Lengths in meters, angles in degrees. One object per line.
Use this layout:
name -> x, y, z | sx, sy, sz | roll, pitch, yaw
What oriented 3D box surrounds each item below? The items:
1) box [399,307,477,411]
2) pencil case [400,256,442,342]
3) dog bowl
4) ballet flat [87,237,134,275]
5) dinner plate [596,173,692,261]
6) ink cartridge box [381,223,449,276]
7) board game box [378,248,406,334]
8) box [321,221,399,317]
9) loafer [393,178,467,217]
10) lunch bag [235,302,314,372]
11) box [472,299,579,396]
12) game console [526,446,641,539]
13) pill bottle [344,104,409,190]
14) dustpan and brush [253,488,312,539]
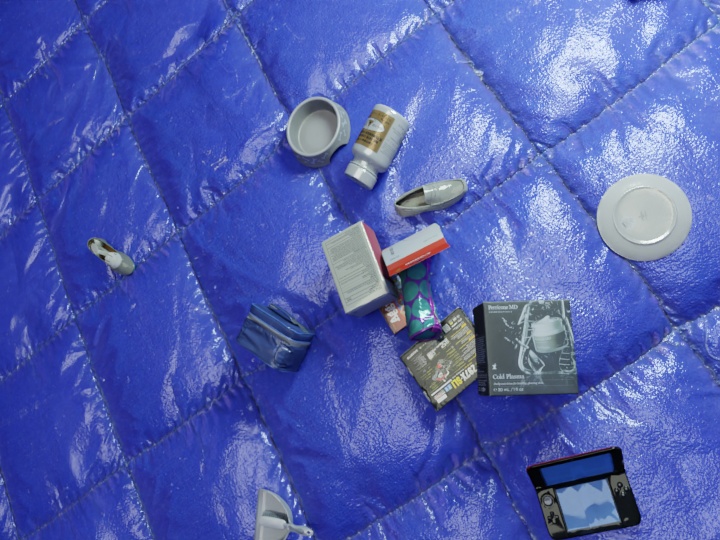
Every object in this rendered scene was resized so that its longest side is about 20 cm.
box -> 0.217, 0.216, 1.275 | 0.199, 0.049, 0.161 | -41, 72, 9
pencil case -> 0.148, 0.072, 1.278 | 0.091, 0.084, 0.205 | -29, 53, 32
dog bowl -> -0.128, -0.407, 1.509 | 0.194, 0.058, 0.207 | -3, 80, 19
ballet flat -> -0.825, -0.046, 1.708 | 0.197, 0.064, 0.069 | 31, 92, 22
dinner plate -> 0.645, -0.125, 1.186 | 0.194, 0.024, 0.207 | -4, 79, 21
ink cartridge box -> 0.129, -0.054, 1.267 | 0.159, 0.200, 0.058 | -27, 92, 6
board game box -> 0.079, 0.054, 1.372 | 0.102, 0.019, 0.203 | -36, 70, 13
box -> 0.000, 0.000, 1.342 | 0.125, 0.109, 0.205 | -25, 72, 15
loafer -> 0.180, -0.190, 1.347 | 0.195, 0.070, 0.072 | -20, 74, 16
lunch bag -> -0.230, 0.168, 1.406 | 0.197, 0.135, 0.135 | 28, 90, 24
box -> 0.361, 0.174, 1.160 | 0.193, 0.124, 0.203 | -2, 78, 0
game console -> 0.470, 0.473, 1.097 | 0.195, 0.118, 0.177 | -19, 74, 17
pill bottle -> 0.040, -0.328, 1.401 | 0.113, 0.114, 0.204 | 30, 92, 22
dustpan and brush -> -0.201, 0.656, 1.350 | 0.194, 0.057, 0.144 | 0, 81, 21
